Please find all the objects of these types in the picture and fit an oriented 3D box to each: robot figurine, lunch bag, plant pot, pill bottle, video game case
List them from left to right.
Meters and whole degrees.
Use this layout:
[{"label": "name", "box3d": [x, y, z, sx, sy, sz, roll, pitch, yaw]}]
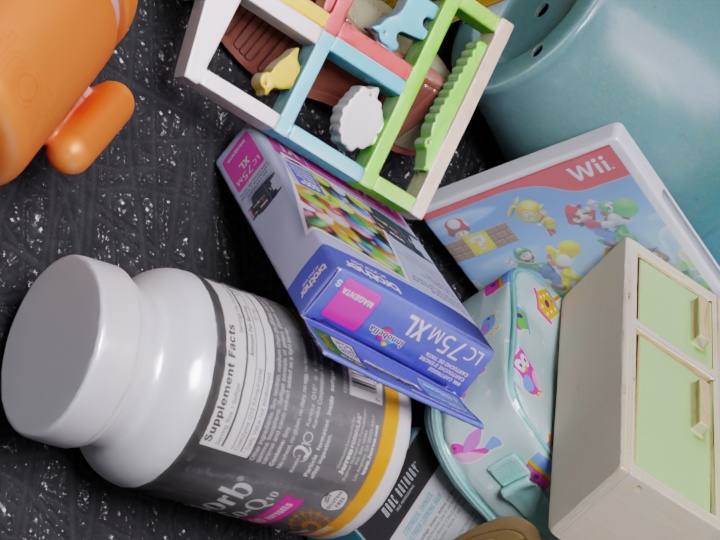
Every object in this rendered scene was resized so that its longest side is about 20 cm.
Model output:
[{"label": "robot figurine", "box3d": [-0.185, -0.120, 1.032, 0.143, 0.117, 0.201, 24, 55, 10]}, {"label": "pill bottle", "box3d": [-0.079, 0.065, 1.077, 0.199, 0.116, 0.117, 20, 66, -36]}, {"label": "lunch bag", "box3d": [0.114, 0.108, 1.231, 0.200, 0.077, 0.161, 49, 30, -24]}, {"label": "video game case", "box3d": [0.146, 0.007, 1.257, 0.200, 0.142, 0.018, 51, 37, -28]}, {"label": "plant pot", "box3d": [0.164, -0.112, 1.276, 0.188, 0.199, 0.201, 39, 56, -29]}]

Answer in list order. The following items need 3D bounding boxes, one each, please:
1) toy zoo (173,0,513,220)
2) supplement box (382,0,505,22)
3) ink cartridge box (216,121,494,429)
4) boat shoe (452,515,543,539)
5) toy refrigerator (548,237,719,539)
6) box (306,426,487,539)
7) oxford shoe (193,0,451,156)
[{"label": "toy zoo", "box3d": [-0.019, -0.132, 1.165, 0.199, 0.020, 0.132, 31, 79, -24]}, {"label": "supplement box", "box3d": [0.017, -0.256, 1.248, 0.200, 0.109, 0.109, 43, 54, -25]}, {"label": "ink cartridge box", "box3d": [0.000, 0.000, 1.132, 0.119, 0.042, 0.200, 29, 20, -34]}, {"label": "boat shoe", "box3d": [0.041, 0.225, 1.135, 0.200, 0.074, 0.069, -48, 124, 1]}, {"label": "toy refrigerator", "box3d": [0.159, 0.076, 1.157, 0.076, 0.070, 0.201, 32, 35, -15]}, {"label": "box", "box3d": [0.057, 0.194, 1.207, 0.200, 0.049, 0.082, 53, 51, -18]}, {"label": "oxford shoe", "box3d": [-0.025, -0.144, 1.227, 0.200, 0.071, 0.074, 37, 27, -24]}]
